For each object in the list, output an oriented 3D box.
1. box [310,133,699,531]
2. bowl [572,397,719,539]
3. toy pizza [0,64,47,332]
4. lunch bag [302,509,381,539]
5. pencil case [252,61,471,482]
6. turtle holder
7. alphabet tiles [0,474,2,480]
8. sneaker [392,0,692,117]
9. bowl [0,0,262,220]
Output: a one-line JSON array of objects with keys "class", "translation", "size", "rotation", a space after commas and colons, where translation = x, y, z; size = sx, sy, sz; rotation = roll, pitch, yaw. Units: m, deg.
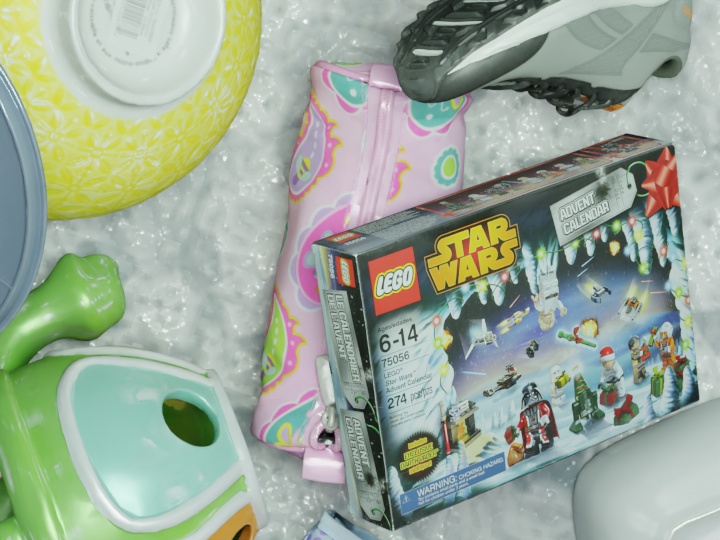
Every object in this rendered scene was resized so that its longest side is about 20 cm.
[{"class": "box", "translation": [0.074, 0.026, 1.217], "size": [0.199, 0.040, 0.138], "rotation": [-20, 110, -32]}, {"class": "bowl", "translation": [0.222, 0.161, 1.282], "size": [0.198, 0.075, 0.201], "rotation": [-19, 95, -3]}, {"class": "toy pizza", "translation": [-0.228, -0.049, 1.156], "size": [0.199, 0.032, 0.202], "rotation": [9, 115, 19]}, {"class": "lunch bag", "translation": [0.018, 0.240, 1.248], "size": [0.199, 0.127, 0.170], "rotation": [36, 90, -2]}, {"class": "pencil case", "translation": [0.000, 0.000, 1.239], "size": [0.087, 0.087, 0.202], "rotation": [11, 93, -5]}, {"class": "turtle holder", "translation": [-0.123, 0.096, 1.226], "size": [0.131, 0.186, 0.142], "rotation": [-20, 125, -6]}, {"class": "alphabet tiles", "translation": [-0.168, 0.188, 1.289], "size": [0.200, 0.008, 0.168], "rotation": [39, 91, -6]}, {"class": "sneaker", "translation": [0.097, -0.107, 1.211], "size": [0.199, 0.074, 0.080], "rotation": [-22, 110, -41]}, {"class": "bowl", "translation": [-0.120, -0.119, 1.178], "size": [0.199, 0.107, 0.202], "rotation": [-3, 97, -31]}]
